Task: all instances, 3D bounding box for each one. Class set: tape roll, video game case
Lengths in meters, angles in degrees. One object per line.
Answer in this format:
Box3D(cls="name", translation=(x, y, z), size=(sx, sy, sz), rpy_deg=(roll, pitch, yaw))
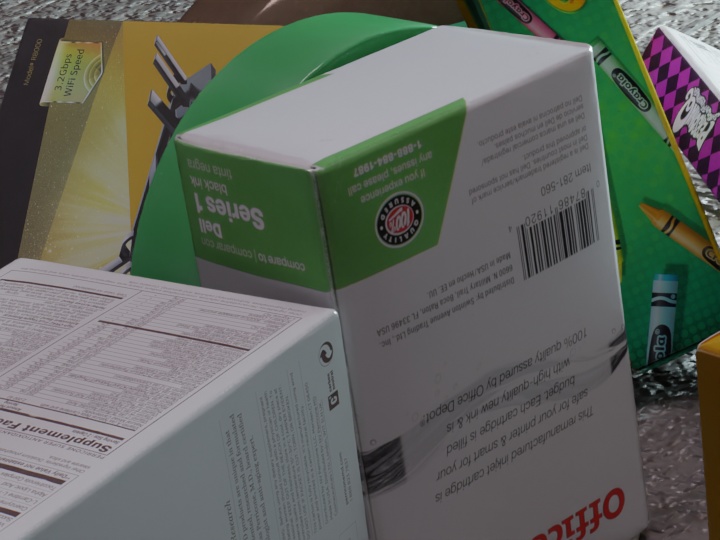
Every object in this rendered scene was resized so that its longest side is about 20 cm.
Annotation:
Box3D(cls="tape roll", translation=(0.000, 0.000, 1.025), size=(0.200, 0.201, 0.048), rpy_deg=(-26, 28, -38))
Box3D(cls="video game case", translation=(0.219, -0.027, 1.119), size=(0.181, 0.036, 0.200), rpy_deg=(25, 16, -17))

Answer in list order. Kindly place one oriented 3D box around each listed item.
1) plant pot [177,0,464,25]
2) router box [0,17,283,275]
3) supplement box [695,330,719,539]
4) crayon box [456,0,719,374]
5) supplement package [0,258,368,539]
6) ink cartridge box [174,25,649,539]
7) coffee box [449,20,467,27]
Box3D(cls="plant pot", translation=(-0.004, -0.119, 1.366), size=(0.174, 0.201, 0.200), rpy_deg=(-36, 32, -17))
Box3D(cls="router box", translation=(-0.094, -0.008, 1.110), size=(0.157, 0.052, 0.201), rpy_deg=(4, 69, 26))
Box3D(cls="supplement box", translation=(0.252, 0.073, 0.869), size=(0.197, 0.133, 0.200), rpy_deg=(-25, 29, -36))
Box3D(cls="crayon box", translation=(0.097, -0.068, 1.132), size=(0.058, 0.201, 0.119), rpy_deg=(-24, 15, 2))
Box3D(cls="supplement package", translation=(-0.113, 0.109, 0.863), size=(0.150, 0.152, 0.200), rpy_deg=(9, 28, 33))
Box3D(cls="ink cartridge box", translation=(0.023, 0.028, 0.960), size=(0.146, 0.201, 0.084), rpy_deg=(-25, 26, -38))
Box3D(cls="coffee box", translation=(0.015, -0.045, 1.232), size=(0.199, 0.124, 0.044), rpy_deg=(-19, 23, -23))
